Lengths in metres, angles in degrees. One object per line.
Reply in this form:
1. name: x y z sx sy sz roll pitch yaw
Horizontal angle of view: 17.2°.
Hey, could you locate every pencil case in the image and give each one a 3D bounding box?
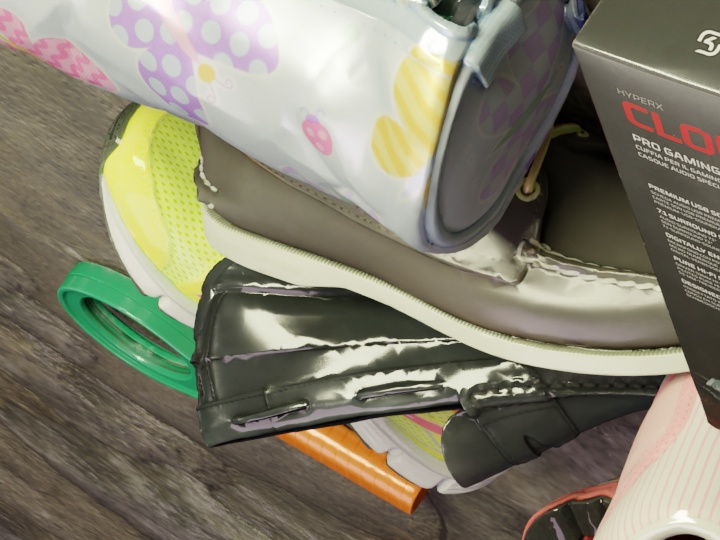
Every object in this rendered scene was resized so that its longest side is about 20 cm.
1. pencil case: -0.038 -0.078 0.669 0.200 0.083 0.091 26 173 24

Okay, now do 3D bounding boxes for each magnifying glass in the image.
1. magnifying glass: -0.056 0.055 1.122 0.200 0.022 0.080 32 161 12

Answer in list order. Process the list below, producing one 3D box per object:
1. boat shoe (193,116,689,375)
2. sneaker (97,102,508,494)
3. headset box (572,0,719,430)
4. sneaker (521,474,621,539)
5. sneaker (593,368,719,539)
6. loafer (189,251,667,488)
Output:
1. boat shoe: 0.034 -0.022 0.711 0.201 0.072 0.061 14 128 29
2. sneaker: 0.000 0.000 0.832 0.200 0.078 0.090 36 152 -20
3. headset box: 0.143 -0.012 0.551 0.149 0.075 0.200 23 158 29
4. sneaker: 0.146 0.072 0.779 0.200 0.087 0.074 -16 97 42
5. sneaker: 0.096 0.124 0.705 0.075 0.105 0.200 12 124 14
6. loafer: 0.043 0.035 0.758 0.200 0.070 0.068 3 176 14
